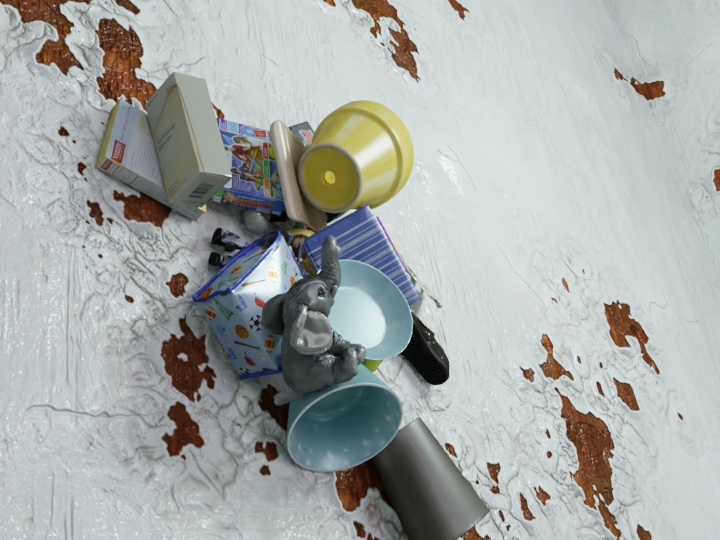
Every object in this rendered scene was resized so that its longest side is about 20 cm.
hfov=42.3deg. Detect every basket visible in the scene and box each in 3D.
[{"bbox_3d":[0.109,0.371,1.615,0.202,0.136,0.179,57,32,10],"label":"basket"}]

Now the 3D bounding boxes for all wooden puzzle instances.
[{"bbox_3d":[-0.120,-0.170,1.745,0.200,0.037,0.188,16,61,-76],"label":"wooden puzzle"}]

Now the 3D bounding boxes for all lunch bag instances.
[{"bbox_3d":[-0.158,0.053,1.540,0.200,0.123,0.172,-50,120,-44],"label":"lunch bag"}]

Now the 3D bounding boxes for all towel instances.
[{"bbox_3d":[0.000,0.000,1.688,0.202,0.143,0.024,61,-5,1],"label":"towel"}]

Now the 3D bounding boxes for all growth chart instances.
[{"bbox_3d":[0.101,-0.003,1.917,0.200,0.018,0.145,49,4,-29],"label":"growth chart"}]

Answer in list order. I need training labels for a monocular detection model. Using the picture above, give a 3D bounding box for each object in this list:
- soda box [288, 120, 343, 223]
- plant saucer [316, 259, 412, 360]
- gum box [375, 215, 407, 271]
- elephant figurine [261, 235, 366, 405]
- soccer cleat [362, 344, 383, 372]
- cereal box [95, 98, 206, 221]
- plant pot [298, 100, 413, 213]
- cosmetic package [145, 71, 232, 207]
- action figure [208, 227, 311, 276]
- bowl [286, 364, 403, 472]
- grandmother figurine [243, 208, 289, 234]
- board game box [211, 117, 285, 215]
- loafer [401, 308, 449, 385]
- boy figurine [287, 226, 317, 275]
[{"bbox_3d":[-0.091,-0.199,1.891,0.201,0.063,0.071,56,36,3],"label":"soda box"},{"bbox_3d":[-0.004,0.075,1.616,0.198,0.039,0.203,19,48,-21],"label":"plant saucer"},{"bbox_3d":[0.032,-0.021,1.805,0.115,0.065,0.200,61,-4,8],"label":"gum box"},{"bbox_3d":[-0.083,0.076,1.430,0.202,0.139,0.156,68,27,-25],"label":"elephant figurine"},{"bbox_3d":[0.035,0.130,1.680,0.065,0.083,0.200,56,15,0],"label":"soccer cleat"},{"bbox_3d":[-0.351,-0.190,1.609,0.199,0.039,0.145,30,43,-30],"label":"cereal box"},{"bbox_3d":[-0.022,-0.198,1.734,0.202,0.200,0.189,52,32,-3],"label":"plant pot"},{"bbox_3d":[-0.293,-0.220,1.578,0.072,0.103,0.203,4,58,-45],"label":"cosmetic package"},{"bbox_3d":[-0.169,-0.011,1.642,0.198,0.069,0.132,17,68,-29],"label":"action figure"},{"bbox_3d":[-0.040,0.225,1.533,0.199,0.202,0.106,21,26,-37],"label":"bowl"},{"bbox_3d":[-0.173,-0.138,1.756,0.120,0.061,0.201,34,37,-12],"label":"grandmother figurine"},{"bbox_3d":[-0.209,-0.194,1.722,0.133,0.035,0.202,12,44,-19],"label":"board game box"},{"bbox_3d":[0.109,0.137,1.856,0.201,0.072,0.071,55,26,-8],"label":"loafer"},{"bbox_3d":[-0.059,-0.010,1.728,0.200,0.124,0.064,47,23,-1],"label":"boy figurine"}]
